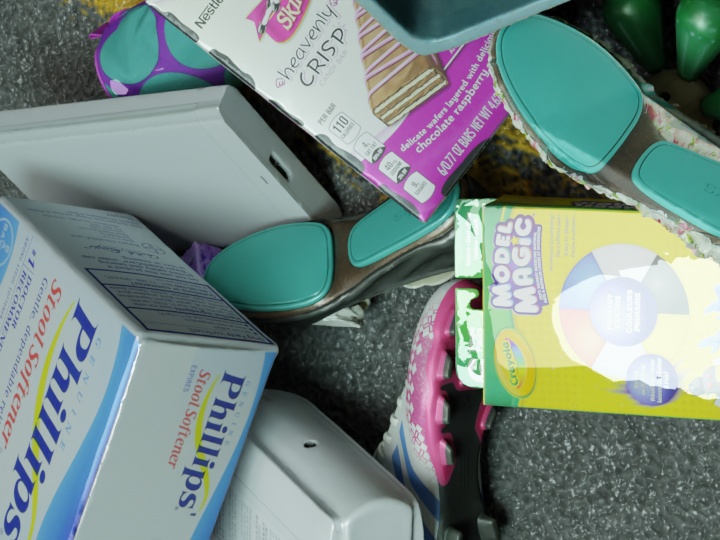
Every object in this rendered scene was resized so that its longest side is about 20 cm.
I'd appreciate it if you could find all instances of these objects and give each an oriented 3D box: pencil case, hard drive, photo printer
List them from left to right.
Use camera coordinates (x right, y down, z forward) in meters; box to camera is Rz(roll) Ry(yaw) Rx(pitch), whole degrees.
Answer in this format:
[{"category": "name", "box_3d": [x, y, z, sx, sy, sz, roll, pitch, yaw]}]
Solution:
[{"category": "hard drive", "box_3d": [-0.126, -0.059, 1.668, 0.199, 0.132, 0.026, -4, 53, 36]}, {"category": "pencil case", "box_3d": [-0.076, -0.168, 1.626, 0.093, 0.085, 0.200, 48, 124, 0]}, {"category": "photo printer", "box_3d": [-0.033, 0.173, 1.626, 0.200, 0.069, 0.168, 36, 131, 57]}]

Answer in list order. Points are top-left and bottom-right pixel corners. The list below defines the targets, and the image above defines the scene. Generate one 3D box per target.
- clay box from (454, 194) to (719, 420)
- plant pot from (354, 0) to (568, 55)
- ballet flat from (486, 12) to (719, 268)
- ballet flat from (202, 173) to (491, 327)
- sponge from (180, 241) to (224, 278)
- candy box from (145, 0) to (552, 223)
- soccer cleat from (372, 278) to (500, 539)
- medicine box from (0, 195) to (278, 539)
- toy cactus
[{"category": "clay box", "box_3d": [0.141, 0.020, 1.493, 0.198, 0.048, 0.116, 2, 100, 19]}, {"category": "plant pot", "box_3d": [0.058, -0.268, 1.383, 0.195, 0.196, 0.201, -20, 51, 30]}, {"category": "ballet flat", "box_3d": [0.147, -0.059, 1.427, 0.200, 0.064, 0.076, 40, 82, 18]}, {"category": "ballet flat", "box_3d": [0.000, 0.000, 1.607, 0.199, 0.068, 0.068, -17, 51, 33]}, {"category": "sponge", "box_3d": [-0.140, 0.082, 1.714, 0.200, 0.030, 0.112, -47, 36, 38]}, {"category": "candy box", "box_3d": [-0.001, -0.140, 1.510, 0.200, 0.061, 0.137, 37, 93, 0]}, {"category": "soccer cleat", "box_3d": [0.037, 0.102, 1.603, 0.086, 0.070, 0.202, 9, 102, 41]}, {"category": "medicine box", "box_3d": [-0.161, 0.081, 1.615, 0.200, 0.102, 0.183, 39, 114, 50]}, {"category": "toy cactus", "box_3d": [0.179, -0.112, 1.454, 0.199, 0.102, 0.166, 31, 126, 19]}]
